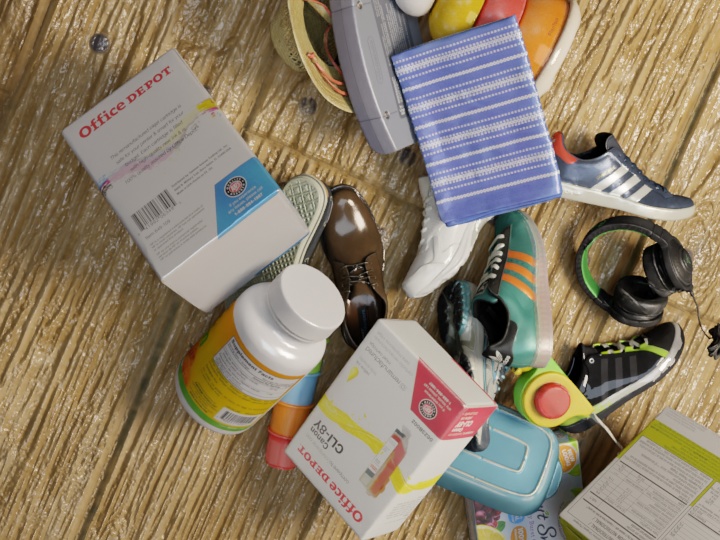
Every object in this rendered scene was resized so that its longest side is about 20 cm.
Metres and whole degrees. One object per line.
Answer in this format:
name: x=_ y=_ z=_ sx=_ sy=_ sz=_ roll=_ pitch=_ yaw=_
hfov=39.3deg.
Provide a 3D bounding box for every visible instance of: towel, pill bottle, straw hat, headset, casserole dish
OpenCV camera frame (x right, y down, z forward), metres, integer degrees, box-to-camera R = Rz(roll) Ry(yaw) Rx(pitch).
towel: x=0.125 y=-0.155 z=1.082 sx=0.144 sy=0.024 sz=0.201 roll=-13 pitch=104 yaw=22
pill bottle: x=-0.107 y=0.083 z=1.095 sx=0.111 sy=0.111 sz=0.200 roll=38 pitch=125 yaw=-11
straw hat: x=-0.052 y=-0.267 z=1.107 sx=0.085 sy=0.201 sz=0.203 roll=-7 pitch=102 yaw=36
headset: x=0.343 y=0.024 z=1.183 sx=0.199 sy=0.094 sz=0.124 roll=35 pitch=129 yaw=3
casserole dish: x=0.146 y=0.208 z=1.190 sx=0.199 sy=0.039 sz=0.122 roll=22 pitch=68 yaw=7

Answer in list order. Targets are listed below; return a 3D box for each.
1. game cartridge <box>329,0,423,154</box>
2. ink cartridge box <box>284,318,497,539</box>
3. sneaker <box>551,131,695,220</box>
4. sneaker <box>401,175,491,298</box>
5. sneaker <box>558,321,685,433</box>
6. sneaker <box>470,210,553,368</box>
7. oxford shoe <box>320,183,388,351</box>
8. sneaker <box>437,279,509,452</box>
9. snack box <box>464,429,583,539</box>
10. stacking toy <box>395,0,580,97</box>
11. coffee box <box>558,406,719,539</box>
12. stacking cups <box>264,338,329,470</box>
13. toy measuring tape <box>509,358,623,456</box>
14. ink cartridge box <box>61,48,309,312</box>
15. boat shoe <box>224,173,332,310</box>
game cartridge: x=0.026 y=-0.235 z=1.108 sx=0.040 sy=0.133 sz=0.201 roll=-7 pitch=103 yaw=32
ink cartridge box: x=0.030 y=0.176 z=1.121 sx=0.145 sy=0.083 sz=0.201 roll=44 pitch=109 yaw=27
sneaker: x=0.308 y=-0.115 z=1.190 sx=0.198 sy=0.075 sz=0.085 roll=11 pitch=101 yaw=-10
sneaker: x=0.096 y=-0.062 z=1.175 sx=0.099 sy=0.078 sz=0.201 roll=35 pitch=84 yaw=-4
sneaker: x=0.302 y=0.115 z=1.224 sx=0.200 sy=0.072 sz=0.083 roll=-38 pitch=100 yaw=-2
sneaker: x=0.165 y=0.014 z=1.148 sx=0.079 sy=0.071 sz=0.201 roll=5 pitch=58 yaw=-15
oxford shoe: x=0.000 y=0.000 z=1.157 sx=0.072 sy=0.084 sz=0.201 roll=-13 pitch=98 yaw=-4
sneaker: x=0.146 y=0.110 z=1.173 sx=0.086 sy=0.078 sz=0.202 roll=6 pitch=72 yaw=-21
snack box: x=0.206 y=0.311 z=1.247 sx=0.141 sy=0.053 sz=0.202 roll=-10 pitch=99 yaw=-8
stacking toy: x=0.126 y=-0.274 z=1.107 sx=0.199 sy=0.146 sz=0.147 roll=28 pitch=93 yaw=-9
coffee box: x=0.378 y=0.320 z=1.144 sx=0.198 sy=0.200 sz=0.200 roll=-40 pitch=131 yaw=-16
stacking cups: x=-0.074 y=0.133 z=1.175 sx=0.060 sy=0.061 sz=0.202 roll=9 pitch=97 yaw=-10
toy measuring tape: x=0.237 y=0.173 z=1.178 sx=0.074 sy=0.074 sz=0.200 roll=-41 pitch=104 yaw=-1
ink cartridge box: x=-0.178 y=-0.090 z=1.048 sx=0.146 sy=0.146 sz=0.200 roll=-37 pitch=72 yaw=-1
boat shoe: x=-0.090 y=-0.021 z=1.149 sx=0.074 sy=0.062 sz=0.201 roll=34 pitch=109 yaw=12
